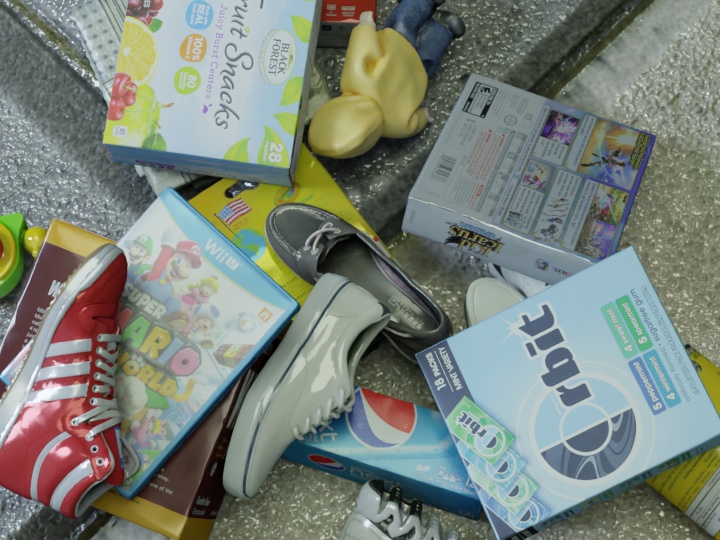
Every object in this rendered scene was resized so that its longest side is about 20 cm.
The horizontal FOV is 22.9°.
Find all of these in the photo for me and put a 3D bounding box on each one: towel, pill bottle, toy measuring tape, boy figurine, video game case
[{"bbox_3d":[-0.144,-0.187,1.624,0.191,0.035,0.201,-25,85,-4],"label":"towel"},{"bbox_3d":[0.302,0.156,1.468,0.200,0.113,0.112,39,72,14],"label":"pill bottle"},{"bbox_3d":[-0.367,0.000,1.552,0.198,0.074,0.074,-12,67,-6],"label":"toy measuring tape"},{"bbox_3d":[0.024,-0.169,1.610,0.064,0.125,0.201,2,50,46],"label":"boy figurine"},{"bbox_3d":[-0.164,0.055,1.380,0.143,0.018,0.200,41,87,10],"label":"video game case"},{"bbox_3d":[0.151,-0.077,1.562,0.180,0.046,0.200,19,43,8],"label":"video game case"}]

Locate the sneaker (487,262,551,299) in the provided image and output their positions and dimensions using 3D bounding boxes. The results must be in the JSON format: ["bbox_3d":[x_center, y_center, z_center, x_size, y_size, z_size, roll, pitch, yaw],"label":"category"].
[{"bbox_3d":[0.174,0.012,1.548,0.073,0.080,0.201,-31,69,-11],"label":"sneaker"}]

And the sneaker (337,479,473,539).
[{"bbox_3d":[0.070,0.256,1.454,0.199,0.075,0.081,34,97,6],"label":"sneaker"}]

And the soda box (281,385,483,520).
[{"bbox_3d":[0.016,0.144,1.494,0.199,0.068,0.065,16,68,6],"label":"soda box"}]

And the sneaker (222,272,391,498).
[{"bbox_3d":[-0.042,0.098,1.430,0.070,0.073,0.201,24,78,17],"label":"sneaker"}]

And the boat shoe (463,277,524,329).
[{"bbox_3d":[0.135,0.103,1.514,0.072,0.062,0.201,-15,68,-29],"label":"boat shoe"}]

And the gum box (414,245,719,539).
[{"bbox_3d":[0.168,0.101,1.425,0.199,0.045,0.171,-26,70,7],"label":"gum box"}]

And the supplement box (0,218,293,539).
[{"bbox_3d":[-0.186,0.092,1.453,0.196,0.133,0.201,20,84,8],"label":"supplement box"}]

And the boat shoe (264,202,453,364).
[{"bbox_3d":[0.000,0.000,1.506,0.200,0.057,0.067,39,72,14],"label":"boat shoe"}]

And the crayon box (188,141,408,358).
[{"bbox_3d":[-0.049,-0.010,1.568,0.127,0.051,0.200,-33,72,-13],"label":"crayon box"}]

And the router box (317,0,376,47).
[{"bbox_3d":[-0.082,-0.304,1.694,0.198,0.049,0.181,1,67,0],"label":"router box"}]

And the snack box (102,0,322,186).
[{"bbox_3d":[-0.126,-0.187,1.564,0.167,0.068,0.202,9,79,3],"label":"snack box"}]

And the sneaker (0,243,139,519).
[{"bbox_3d":[-0.199,0.088,1.333,0.112,0.071,0.201,29,93,13],"label":"sneaker"}]
